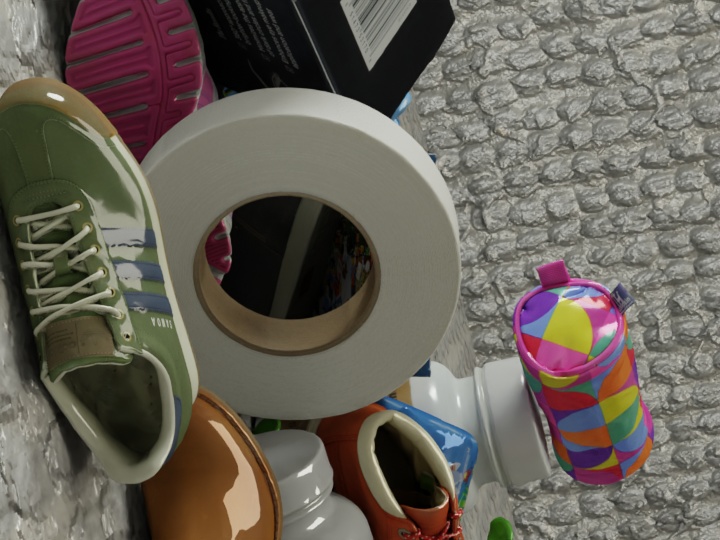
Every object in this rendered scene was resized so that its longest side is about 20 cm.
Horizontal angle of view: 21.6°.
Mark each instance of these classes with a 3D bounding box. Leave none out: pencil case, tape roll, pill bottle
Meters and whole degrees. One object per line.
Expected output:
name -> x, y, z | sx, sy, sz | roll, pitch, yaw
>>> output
pencil case -> 0.162, 0.078, 1.352 | 0.200, 0.088, 0.089 | 68, 12, -56
tape roll -> -0.042, -0.006, 1.079 | 0.037, 0.201, 0.204 | -90, 165, -60
pill bottle -> -0.036, 0.201, 1.111 | 0.109, 0.108, 0.201 | -80, 155, -71
pill bottle -> 0.032, 0.128, 1.373 | 0.114, 0.198, 0.115 | -14, 90, -82

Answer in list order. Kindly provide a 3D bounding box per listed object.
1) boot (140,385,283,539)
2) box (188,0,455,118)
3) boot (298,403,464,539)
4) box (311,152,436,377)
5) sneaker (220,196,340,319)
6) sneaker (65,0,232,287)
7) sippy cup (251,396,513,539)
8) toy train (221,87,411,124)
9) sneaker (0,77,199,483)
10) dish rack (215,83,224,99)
boot -> -0.089, 0.169, 0.971 | 0.155, 0.076, 0.202 | -49, 133, -75
box -> -0.067, -0.198, 1.137 | 0.118, 0.199, 0.197 | -56, 155, -15
boot -> 0.033, 0.171, 1.148 | 0.201, 0.075, 0.107 | 63, -24, -6
box -> 0.000, 0.000, 1.240 | 0.200, 0.037, 0.138 | 171, -79, -73
sneaker -> -0.081, -0.008, 1.233 | 0.075, 0.106, 0.201 | -46, 160, -55
sneaker -> -0.121, -0.090, 1.118 | 0.088, 0.081, 0.202 | -85, 169, -69
sippy cup -> 0.013, 0.153, 1.260 | 0.178, 0.139, 0.131 | 30, 83, -56
toy train -> -0.034, -0.116, 1.306 | 0.087, 0.114, 0.200 | 54, 1, -13
sneaker -> -0.128, 0.013, 0.907 | 0.090, 0.067, 0.201 | -84, 158, -60
dish rack -> -0.040, -0.095, 1.493 | 0.200, 0.054, 0.154 | 43, 19, -17
